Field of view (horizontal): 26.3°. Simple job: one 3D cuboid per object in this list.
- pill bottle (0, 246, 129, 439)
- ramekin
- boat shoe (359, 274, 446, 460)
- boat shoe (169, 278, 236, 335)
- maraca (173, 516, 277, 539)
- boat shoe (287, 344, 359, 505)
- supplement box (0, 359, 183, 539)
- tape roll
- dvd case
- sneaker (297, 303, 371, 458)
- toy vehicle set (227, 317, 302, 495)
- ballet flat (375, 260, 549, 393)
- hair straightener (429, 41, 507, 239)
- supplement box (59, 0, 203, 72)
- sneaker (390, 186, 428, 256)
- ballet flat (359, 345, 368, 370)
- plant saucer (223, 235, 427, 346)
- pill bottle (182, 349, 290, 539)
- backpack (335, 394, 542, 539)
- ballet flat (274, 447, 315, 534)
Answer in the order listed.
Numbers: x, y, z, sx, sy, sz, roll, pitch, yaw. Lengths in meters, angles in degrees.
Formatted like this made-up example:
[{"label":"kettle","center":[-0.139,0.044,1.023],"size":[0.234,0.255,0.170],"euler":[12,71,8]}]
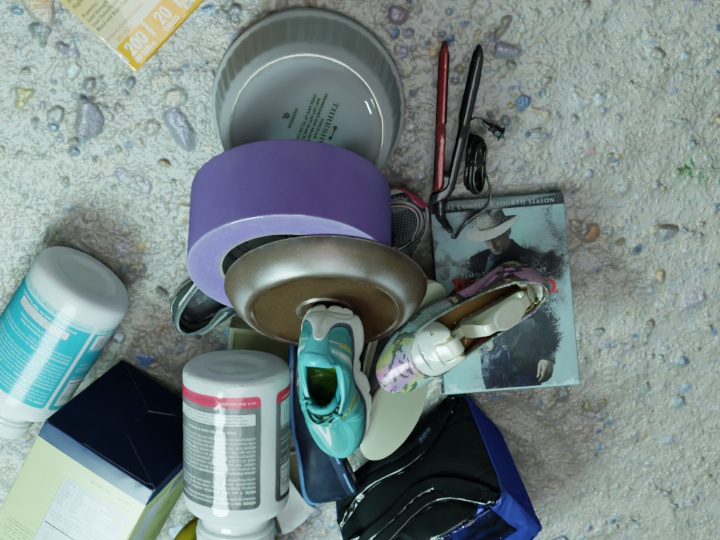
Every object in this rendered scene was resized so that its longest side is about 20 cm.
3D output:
[{"label":"pill bottle","center":[-0.337,0.082,1.631],"size":[0.110,0.111,0.201],"euler":[31,109,-13]},{"label":"ramekin","center":[-0.053,-0.154,1.540],"size":[0.200,0.094,0.204],"euler":[0,113,0]},{"label":"boat shoe","center":[0.033,0.096,1.599],"size":[0.071,0.062,0.202],"euler":[7,103,-41]},{"label":"boat shoe","center":[-0.118,0.005,1.624],"size":[0.199,0.062,0.073],"euler":[-34,106,12]},{"label":"maraca","center":[-0.148,0.316,1.699],"size":[0.136,0.200,0.108],"euler":[3,76,-4]},{"label":"boat shoe","center":[-0.038,0.154,1.633],"size":[0.068,0.084,0.201],"euler":[-5,125,5]},{"label":"supplement box","center":[-0.278,0.238,1.635],"size":[0.134,0.200,0.201],"euler":[32,110,5]},{"label":"tape roll","center":[-0.068,-0.037,1.489],"size":[0.198,0.086,0.201],"euler":[0,150,0]},{"label":"dvd case","center":[0.149,0.024,1.605],"size":[0.144,0.022,0.202],"euler":[-4,82,2]},{"label":"sneaker","center":[-0.036,0.121,1.505],"size":[0.077,0.080,0.201],"euler":[5,138,12]},{"label":"toy vehicle set","center":[-0.094,0.154,1.707],"size":[0.123,0.027,0.202],"euler":[8,113,-3]},{"label":"ballet flat","center":[0.105,0.058,1.540],"size":[0.199,0.071,0.069],"euler":[-33,109,-12]},{"label":"hair straightener","center":[0.112,-0.130,1.568],"size":[0.076,0.041,0.202],"euler":[3,103,-2]},{"label":"supplement box","center":[-0.245,-0.310,1.485],"size":[0.200,0.074,0.126],"euler":[42,106,-16]},{"label":"sneaker","center":[0.000,0.000,1.616],"size":[0.080,0.075,0.200],"euler":[36,108,-14]},{"label":"ballet flat","center":[0.059,0.072,1.660],"size":[0.199,0.072,0.072],"euler":[-27,111,11]},{"label":"plant saucer","center":[-0.034,0.029,1.491],"size":[0.198,0.032,0.201],"euler":[1,151,0]},{"label":"pill bottle","center":[-0.127,0.191,1.571],"size":[0.110,0.111,0.202],"euler":[1,105,-1]},{"label":"backpack","center":[0.085,0.272,1.685],"size":[0.199,0.163,0.168],"euler":[-33,129,11]},{"label":"ballet flat","center":[-0.097,0.196,1.682],"size":[0.069,0.070,0.201],"euler":[-15,116,6]}]
